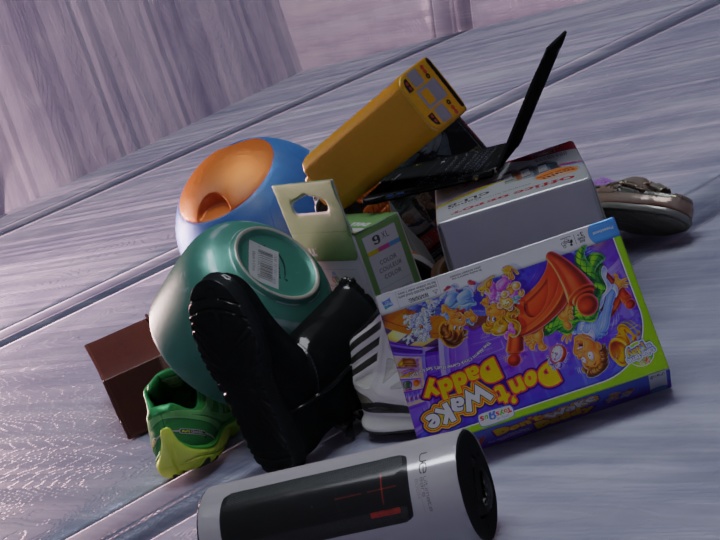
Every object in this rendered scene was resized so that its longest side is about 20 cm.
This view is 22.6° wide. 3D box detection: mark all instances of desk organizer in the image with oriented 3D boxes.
[{"bbox_3d":[-0.228,0.108,1.855,0.077,0.072,0.200,-24,13,-10],"label":"desk organizer"}]

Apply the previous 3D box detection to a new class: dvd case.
[{"bbox_3d":[0.065,-0.092,1.842,0.146,0.200,0.022,-37,25,17],"label":"dvd case"}]

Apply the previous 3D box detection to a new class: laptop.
[{"bbox_3d":[0.101,-0.144,1.690,0.199,0.104,0.177,-12,9,15],"label":"laptop"}]

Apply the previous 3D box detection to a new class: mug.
[{"bbox_3d":[-0.090,0.041,1.621,0.152,0.185,0.115,-24,-24,-51],"label":"mug"}]

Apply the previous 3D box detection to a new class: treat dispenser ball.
[{"bbox_3d":[-0.111,-0.051,2.053,0.200,0.202,0.201,-18,12,4],"label":"treat dispenser ball"}]

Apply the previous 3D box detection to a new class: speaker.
[{"bbox_3d":[-0.008,0.168,1.244,0.199,0.082,0.081,-14,13,19],"label":"speaker"}]

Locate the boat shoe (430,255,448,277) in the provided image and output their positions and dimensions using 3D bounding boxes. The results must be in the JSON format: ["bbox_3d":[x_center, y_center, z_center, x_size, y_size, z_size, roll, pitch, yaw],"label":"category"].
[{"bbox_3d":[0.139,-0.008,1.809,0.199,0.074,0.069,-17,6,-38],"label":"boat shoe"}]

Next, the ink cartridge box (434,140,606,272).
[{"bbox_3d":[0.154,-0.016,1.627,0.145,0.145,0.200,-17,12,5],"label":"ink cartridge box"}]

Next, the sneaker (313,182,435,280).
[{"bbox_3d":[0.020,-0.032,1.823,0.076,0.201,0.092,-33,1,8],"label":"sneaker"}]

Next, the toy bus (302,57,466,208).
[{"bbox_3d":[0.013,-0.119,1.673,0.200,0.065,0.078,-36,5,45],"label":"toy bus"}]

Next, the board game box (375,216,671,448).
[{"bbox_3d":[0.126,0.055,1.401,0.199,0.135,0.045,-19,-26,4],"label":"board game box"}]

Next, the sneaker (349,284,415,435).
[{"bbox_3d":[0.071,0.068,1.460,0.200,0.116,0.076,-8,16,33],"label":"sneaker"}]

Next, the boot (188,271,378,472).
[{"bbox_3d":[-0.049,0.059,1.522,0.073,0.199,0.162,-3,27,44],"label":"boot"}]

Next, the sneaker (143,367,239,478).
[{"bbox_3d":[-0.152,0.121,1.650,0.074,0.084,0.200,-18,12,7],"label":"sneaker"}]

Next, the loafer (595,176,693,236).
[{"bbox_3d":[0.267,-0.073,1.840,0.200,0.072,0.063,-3,65,58],"label":"loafer"}]

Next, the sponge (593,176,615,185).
[{"bbox_3d":[0.203,-0.054,1.986,0.199,0.030,0.112,-21,13,-7],"label":"sponge"}]

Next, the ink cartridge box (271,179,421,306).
[{"bbox_3d":[0.000,0.000,1.664,0.059,0.201,0.104,-29,16,-31],"label":"ink cartridge box"}]
